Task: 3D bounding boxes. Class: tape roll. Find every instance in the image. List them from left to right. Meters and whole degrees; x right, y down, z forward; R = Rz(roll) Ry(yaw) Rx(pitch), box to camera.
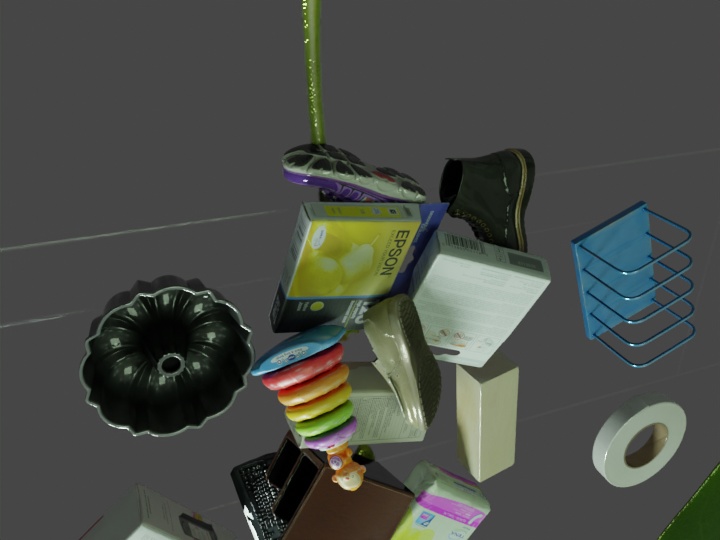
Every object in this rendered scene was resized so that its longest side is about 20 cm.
[{"bbox_3d":[0.538,0.326,1.324,0.200,0.037,0.206,-11,120,-20],"label":"tape roll"}]

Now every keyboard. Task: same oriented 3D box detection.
[{"bbox_3d":[-0.120,0.357,1.030,0.103,0.040,0.202,-21,123,-13],"label":"keyboard"}]

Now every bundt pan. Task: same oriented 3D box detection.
[{"bbox_3d":[-0.230,0.093,0.818,0.199,0.076,0.205,-11,119,-20],"label":"bundt pan"}]

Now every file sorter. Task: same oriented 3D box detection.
[{"bbox_3d":[0.431,0.027,1.067,0.137,0.123,0.202,-27,124,-9],"label":"file sorter"}]

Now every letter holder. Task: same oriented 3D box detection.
[{"bbox_3d":[-0.043,0.340,0.991,0.199,0.100,0.143,32,86,-39],"label":"letter holder"}]

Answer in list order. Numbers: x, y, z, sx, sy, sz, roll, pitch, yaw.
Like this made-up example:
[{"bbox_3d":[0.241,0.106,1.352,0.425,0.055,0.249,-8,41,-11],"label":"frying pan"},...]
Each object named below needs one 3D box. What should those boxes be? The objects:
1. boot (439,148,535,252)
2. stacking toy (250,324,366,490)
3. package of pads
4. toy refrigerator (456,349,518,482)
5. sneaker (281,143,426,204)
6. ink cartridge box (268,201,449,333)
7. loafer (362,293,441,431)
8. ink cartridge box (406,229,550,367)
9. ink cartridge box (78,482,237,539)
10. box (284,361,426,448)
[{"bbox_3d":[0.152,-0.058,0.907,0.137,0.077,0.203,-8,106,-36],"label":"boot"},{"bbox_3d":[-0.045,0.176,0.841,0.115,0.110,0.203,-21,91,8],"label":"stacking toy"},{"bbox_3d":[0.108,0.430,1.158,0.154,0.068,0.201,31,100,-32],"label":"package of pads"},{"bbox_3d":[0.199,0.229,1.097,0.075,0.070,0.203,-19,123,-23],"label":"toy refrigerator"},{"bbox_3d":[-0.008,-0.089,0.829,0.198,0.081,0.084,16,114,-31],"label":"sneaker"},{"bbox_3d":[0.000,0.000,0.861,0.197,0.047,0.199,0,135,-23],"label":"ink cartridge box"},{"bbox_3d":[0.055,0.121,0.908,0.076,0.067,0.203,-44,126,-51],"label":"loafer"},{"bbox_3d":[0.136,0.046,0.925,0.158,0.048,0.201,12,135,-15],"label":"ink cartridge box"},{"bbox_3d":[-0.280,0.406,0.952,0.148,0.086,0.200,-44,126,1],"label":"ink cartridge box"},{"bbox_3d":[0.002,0.187,0.974,0.197,0.078,0.096,5,113,-27],"label":"box"}]
